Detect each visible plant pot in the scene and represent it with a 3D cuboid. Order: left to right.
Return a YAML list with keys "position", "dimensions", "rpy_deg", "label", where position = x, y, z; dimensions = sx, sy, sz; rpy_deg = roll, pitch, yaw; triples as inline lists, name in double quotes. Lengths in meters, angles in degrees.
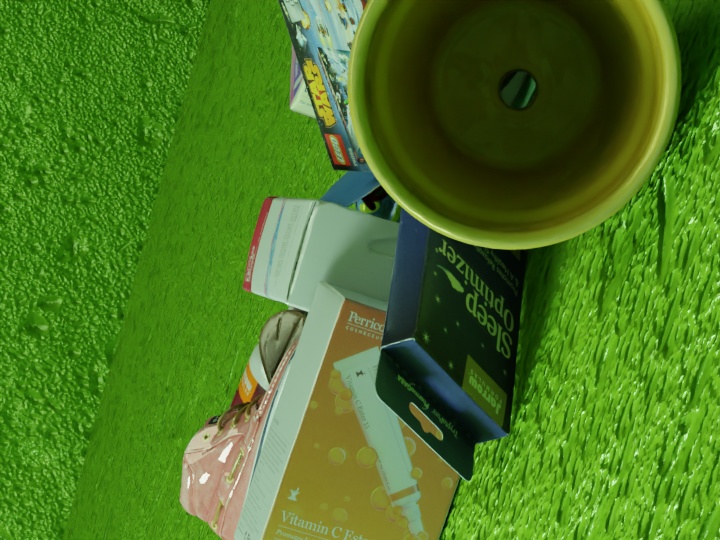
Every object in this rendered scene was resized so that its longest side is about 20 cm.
- position: [0.098, -0.118, 1.403]
  dimensions: [0.189, 0.200, 0.202]
  rpy_deg: [-33, -37, -84]
  label: "plant pot"

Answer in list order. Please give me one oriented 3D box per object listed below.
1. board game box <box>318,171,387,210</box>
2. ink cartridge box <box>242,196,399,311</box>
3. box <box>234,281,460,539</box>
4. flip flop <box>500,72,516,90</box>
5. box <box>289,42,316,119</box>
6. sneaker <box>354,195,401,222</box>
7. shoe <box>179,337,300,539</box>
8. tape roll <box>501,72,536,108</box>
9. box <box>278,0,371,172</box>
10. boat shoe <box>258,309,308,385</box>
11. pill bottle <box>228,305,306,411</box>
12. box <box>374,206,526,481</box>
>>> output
- position: [0.046, -0.086, 1.787]
  dimensions: [0.158, 0.039, 0.200]
  rpy_deg: [-40, 9, -8]
  label: "board game box"
- position: [0.000, 0.000, 1.717]
  dimensions: [0.200, 0.147, 0.086]
  rpy_deg: [-160, 86, -78]
  label: "ink cartridge box"
- position: [0.004, 0.124, 1.578]
  dimensions: [0.097, 0.124, 0.201]
  rpy_deg: [-148, 77, -77]
  label: "box"
- position: [0.097, -0.202, 1.567]
  dimensions: [0.081, 0.057, 0.201]
  rpy_deg: [155, 132, -73]
  label: "flip flop"
- position: [0.009, -0.264, 2.174]
  dimensions: [0.176, 0.096, 0.200]
  rpy_deg: [-91, 23, -57]
  label: "box"
- position: [0.032, -0.135, 1.950]
  dimensions: [0.083, 0.071, 0.200]
  rpy_deg: [-152, 77, -71]
  label: "sneaker"
- position: [-0.079, 0.121, 1.684]
  dimensions: [0.071, 0.091, 0.201]
  rpy_deg: [-15, -51, -51]
  label: "shoe"
- position: [0.133, -0.162, 1.603]
  dimensions: [0.200, 0.048, 0.201]
  rpy_deg: [-162, 90, -77]
  label: "tape roll"
- position: [-0.002, -0.170, 1.651]
  dimensions: [0.137, 0.040, 0.201]
  rpy_deg: [9, 121, 58]
  label: "box"
- position: [-0.020, 0.126, 1.731]
  dimensions: [0.073, 0.063, 0.201]
  rpy_deg: [-19, 80, 29]
  label: "boat shoe"
- position: [-0.054, 0.125, 1.853]
  dimensions: [0.113, 0.113, 0.201]
  rpy_deg: [-100, 30, -65]
  label: "pill bottle"
- position: [0.063, 0.028, 1.483]
  dimensions: [0.032, 0.121, 0.201]
  rpy_deg: [-16, 46, 31]
  label: "box"
